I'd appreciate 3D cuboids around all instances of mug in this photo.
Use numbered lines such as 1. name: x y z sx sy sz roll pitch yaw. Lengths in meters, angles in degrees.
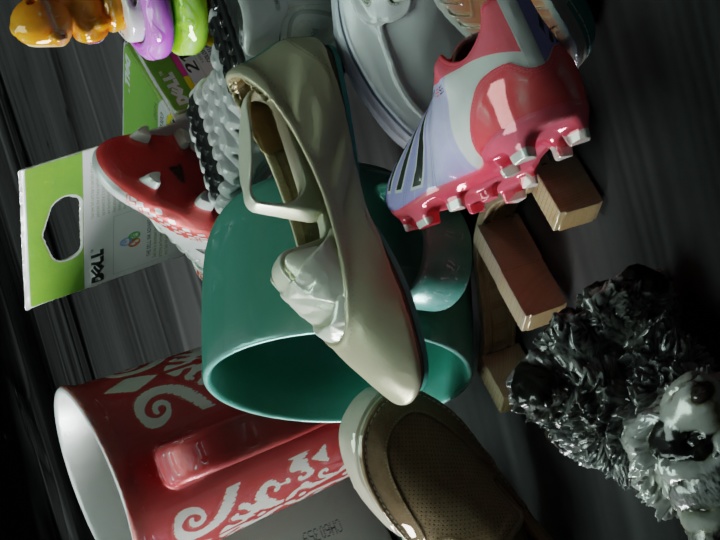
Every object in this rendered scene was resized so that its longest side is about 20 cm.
1. mug: -0.073 0.113 1.551 0.177 0.199 0.134 36 141 56
2. mug: 0.000 0.004 1.349 0.152 0.184 0.115 36 -133 -55

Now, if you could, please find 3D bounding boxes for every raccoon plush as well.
1. raccoon plush: 0.154 0.080 1.143 0.134 0.097 0.200 46 -178 23

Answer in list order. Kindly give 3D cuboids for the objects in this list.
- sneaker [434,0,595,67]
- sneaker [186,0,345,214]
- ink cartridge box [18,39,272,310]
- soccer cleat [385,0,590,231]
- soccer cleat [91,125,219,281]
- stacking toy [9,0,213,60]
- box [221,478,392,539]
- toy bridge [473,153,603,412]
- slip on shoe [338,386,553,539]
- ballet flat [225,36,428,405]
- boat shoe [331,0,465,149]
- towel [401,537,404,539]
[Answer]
1. sneaker: 0.053 -0.184 1.138 0.200 0.080 0.071 51 145 -5
2. sneaker: -0.049 -0.095 1.349 0.200 0.081 0.076 114 141 -60
3. ink cartridge box: -0.136 -0.075 1.534 0.076 0.199 0.148 58 157 30
4. soccer cleat: 0.055 -0.072 1.154 0.200 0.066 0.077 144 109 -72
5. soccer cleat: -0.092 -0.028 1.486 0.085 0.199 0.069 -43 50 30
6. stacking toy: -0.103 -0.160 1.363 0.116 0.199 0.110 49 152 46
7. box: -0.061 0.272 1.673 0.200 0.199 0.131 65 160 11
8. toy bridge: 0.084 -0.001 1.278 0.200 0.027 0.067 101 146 -56
9. slip on shoe: 0.063 0.141 1.350 0.060 0.076 0.201 5 135 52
10. ballet flat: -0.024 -0.022 1.229 0.070 0.069 0.201 124 132 -66
11. boat shoe: 0.019 -0.156 1.231 0.201 0.073 0.067 71 161 -2
12. towel: 0.055 0.216 1.486 0.200 0.023 0.153 70 178 -81
